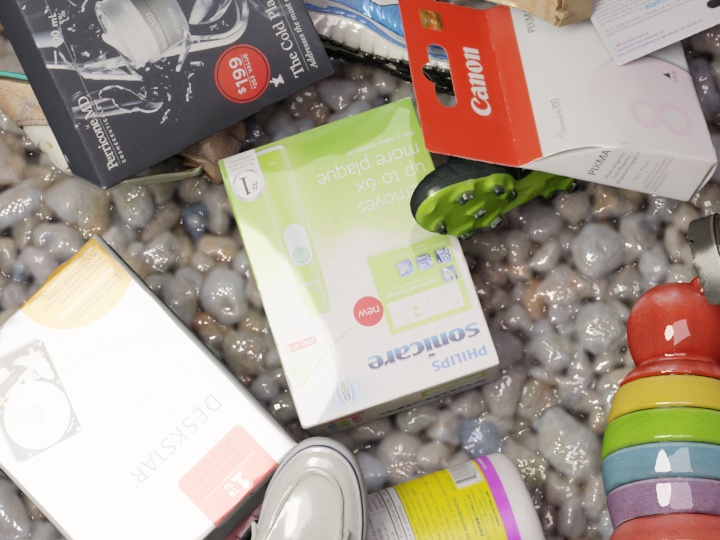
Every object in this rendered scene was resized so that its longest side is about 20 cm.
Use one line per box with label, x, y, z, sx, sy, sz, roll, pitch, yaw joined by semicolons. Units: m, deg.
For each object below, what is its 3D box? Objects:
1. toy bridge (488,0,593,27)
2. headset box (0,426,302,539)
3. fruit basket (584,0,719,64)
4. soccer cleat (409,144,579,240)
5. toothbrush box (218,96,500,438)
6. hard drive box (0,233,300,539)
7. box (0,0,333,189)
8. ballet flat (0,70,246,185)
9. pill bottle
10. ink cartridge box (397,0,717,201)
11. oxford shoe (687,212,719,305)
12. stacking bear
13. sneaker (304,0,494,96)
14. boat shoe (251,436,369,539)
toy bridge;0.078;-0.219;1.680;0.067;0.027;0.200;-19;40;-34
headset box;-0.135;0.138;1.670;0.200;0.075;0.149;37;85;9
fruit basket;0.217;-0.254;1.692;0.185;0.094;0.201;-24;72;-9
soccer cleat;0.086;-0.076;1.652;0.081;0.200;0.068;49;127;16
toothbrush box;0.000;0.000;1.681;0.145;0.086;0.201;-17;81;0
hard drive box;-0.159;0.103;1.601;0.156;0.077;0.200;-45;80;-4
box;-0.147;-0.185;1.623;0.182;0.104;0.201;-28;105;-12
ballet flat;-0.184;-0.098;1.722;0.199;0.068;0.068;9;86;7
pill bottle;0.022;0.201;1.623;0.199;0.104;0.105;-18;79;-6
ink cartridge box;0.134;-0.133;1.638;0.199;0.057;0.163;13;44;-23
oxford shoe;0.294;0.047;1.610;0.084;0.073;0.201;-22;93;23
stacking bear;0.221;0.105;1.636;0.113;0.121;0.201;13;66;-26
sneaker;0.036;-0.186;1.715;0.199;0.079;0.090;20;84;7
boat shoe;-0.048;0.209;1.526;0.074;0.086;0.203;18;101;4
